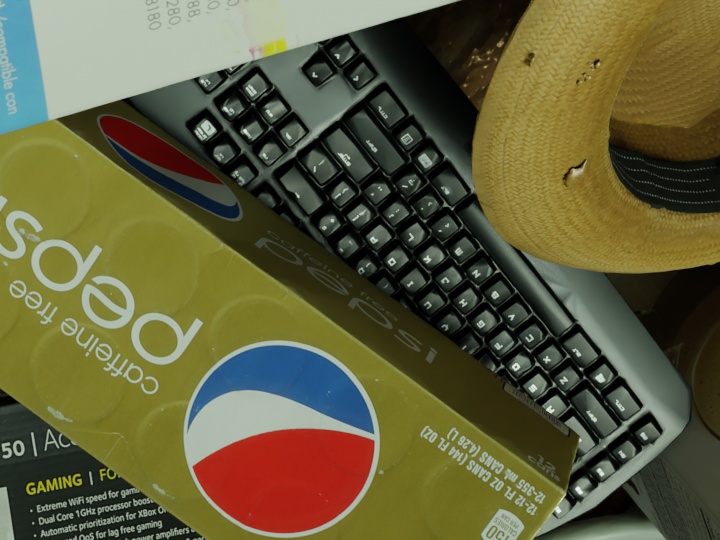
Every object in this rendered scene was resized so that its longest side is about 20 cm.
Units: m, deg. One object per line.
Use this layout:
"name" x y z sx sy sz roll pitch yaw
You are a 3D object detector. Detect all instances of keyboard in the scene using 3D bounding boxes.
"keyboard" 0.000 0.000 0.737 0.104 0.040 0.200 -38 104 7

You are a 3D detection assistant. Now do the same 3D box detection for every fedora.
"fedora" 0.103 -0.087 0.681 0.199 0.082 0.201 -21 147 -14

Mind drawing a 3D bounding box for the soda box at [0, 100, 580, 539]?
"soda box" -0.043 0.017 0.693 0.200 0.064 0.068 36 103 1

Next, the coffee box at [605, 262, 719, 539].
"coffee box" 0.146 0.051 0.798 0.113 0.200 0.080 -31 130 -7

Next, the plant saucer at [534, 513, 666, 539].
"plant saucer" 0.077 0.177 0.890 0.199 0.050 0.201 -12 122 -19

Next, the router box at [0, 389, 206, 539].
"router box" -0.062 0.103 0.778 0.199 0.051 0.150 -9 94 -23

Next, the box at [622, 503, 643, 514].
"box" 0.082 0.170 0.947 0.200 0.040 0.137 -40 130 0

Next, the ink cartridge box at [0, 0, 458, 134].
"ink cartridge box" -0.040 -0.104 0.651 0.199 0.115 0.068 -18 127 -16
